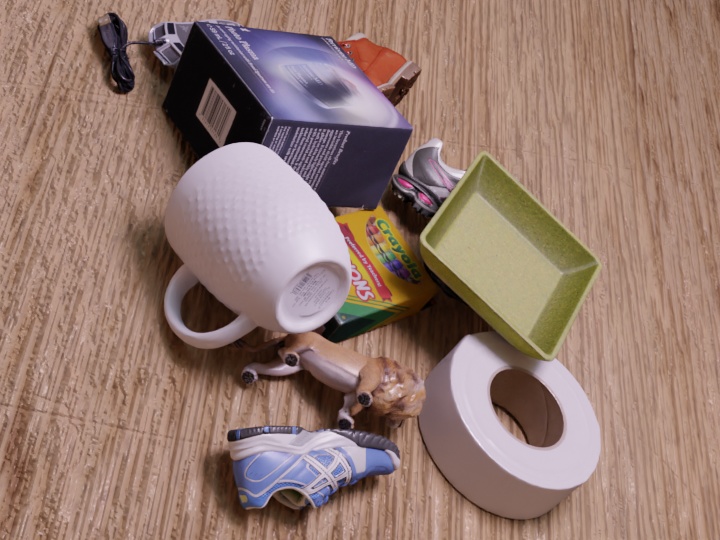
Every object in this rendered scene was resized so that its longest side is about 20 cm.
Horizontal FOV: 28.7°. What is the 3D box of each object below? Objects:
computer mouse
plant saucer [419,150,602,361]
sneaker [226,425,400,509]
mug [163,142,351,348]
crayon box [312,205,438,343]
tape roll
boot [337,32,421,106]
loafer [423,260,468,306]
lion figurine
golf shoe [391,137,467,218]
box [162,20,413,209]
[{"bbox_3d":[-0.212,-0.255,1.651,0.199,0.044,0.110,-5,53,-34],"label":"computer mouse"},{"bbox_3d":[0.162,-0.009,1.590,0.200,0.048,0.200,43,43,-5],"label":"plant saucer"},{"bbox_3d":[-0.045,0.193,1.367,0.199,0.076,0.078,6,77,-37],"label":"sneaker"},{"bbox_3d":[-0.111,-0.005,1.407,0.175,0.200,0.148,45,-6,40],"label":"mug"},{"bbox_3d":[0.000,0.000,1.577,0.199,0.051,0.127,-18,66,-46],"label":"crayon box"},{"bbox_3d":[0.163,0.166,1.539,0.202,0.071,0.203,21,45,-22],"label":"tape roll"},{"bbox_3d":[-0.006,-0.240,1.779,0.107,0.075,0.200,39,32,3],"label":"boot"},{"bbox_3d":[0.159,0.026,1.650,0.200,0.068,0.071,23,33,-32],"label":"loafer"},{"bbox_3d":[-0.028,0.101,1.446,0.199,0.073,0.123,32,26,4],"label":"lion figurine"},{"bbox_3d":[0.132,-0.072,1.701,0.200,0.088,0.077,39,0,-4],"label":"golf shoe"},{"bbox_3d":[-0.083,-0.174,1.582,0.198,0.124,0.200,0,39,-39],"label":"box"}]
